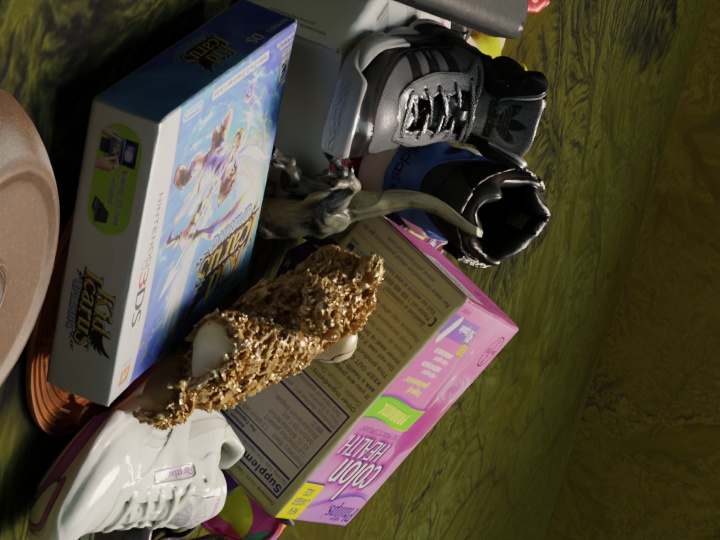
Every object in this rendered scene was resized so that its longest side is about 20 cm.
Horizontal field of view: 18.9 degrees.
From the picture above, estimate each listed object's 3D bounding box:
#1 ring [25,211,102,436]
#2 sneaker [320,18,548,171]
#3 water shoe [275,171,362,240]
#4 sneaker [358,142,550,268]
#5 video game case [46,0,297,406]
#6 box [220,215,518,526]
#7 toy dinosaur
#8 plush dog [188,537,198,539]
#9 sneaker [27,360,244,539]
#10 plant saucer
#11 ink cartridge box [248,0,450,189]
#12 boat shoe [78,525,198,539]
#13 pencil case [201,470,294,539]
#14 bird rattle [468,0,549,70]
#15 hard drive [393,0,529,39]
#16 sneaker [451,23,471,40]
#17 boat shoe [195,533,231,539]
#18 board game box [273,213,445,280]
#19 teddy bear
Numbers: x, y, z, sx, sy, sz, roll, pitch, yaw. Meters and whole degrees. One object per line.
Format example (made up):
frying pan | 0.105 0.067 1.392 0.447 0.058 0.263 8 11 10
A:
ring | -0.147 0.009 1.321 0.201 0.019 0.201 90 26 -55
sneaker | 0.055 -0.105 1.383 0.200 0.113 0.076 -38 147 -61
water shoe | 0.004 -0.110 1.594 0.072 0.078 0.201 60 52 -73
sneaker | 0.085 -0.041 1.497 0.077 0.111 0.200 -60 154 2
video game case | -0.107 -0.043 1.269 0.200 0.045 0.183 -46 154 -59
box | -0.002 0.074 1.526 0.200 0.097 0.176 -48 163 4
toy dinosaur | -0.027 -0.047 1.404 0.088 0.198 0.048 58 35 -51
plush dog | -0.093 0.305 1.700 0.160 0.199 0.173 17 83 -43
sneaker | -0.134 0.128 1.357 0.075 0.100 0.200 -45 180 33
plant saucer | -0.201 0.009 1.084 0.200 0.036 0.202 20 90 -75
ink cartridge box | -0.008 -0.168 1.458 0.146 0.083 0.201 94 22 -48
boat shoe | -0.133 0.152 1.477 0.200 0.064 0.073 -34 140 -68
pencil case | -0.059 0.138 1.707 0.200 0.088 0.089 -50 157 -56
bird rattle | 0.102 -0.224 1.781 0.201 0.112 0.163 -68 150 -19
hard drive | 0.071 -0.236 1.429 0.200 0.033 0.141 6 94 -64
sneaker | 0.057 -0.238 1.621 0.200 0.075 0.080 81 28 -61
boat shoe | -0.141 0.236 1.457 0.074 0.076 0.200 -41 180 -38
board game box | 0.000 0.000 1.579 0.199 0.032 0.120 -29 159 -43
teddy bear | -0.057 0.048 1.348 0.145 0.067 0.200 -41 174 21
